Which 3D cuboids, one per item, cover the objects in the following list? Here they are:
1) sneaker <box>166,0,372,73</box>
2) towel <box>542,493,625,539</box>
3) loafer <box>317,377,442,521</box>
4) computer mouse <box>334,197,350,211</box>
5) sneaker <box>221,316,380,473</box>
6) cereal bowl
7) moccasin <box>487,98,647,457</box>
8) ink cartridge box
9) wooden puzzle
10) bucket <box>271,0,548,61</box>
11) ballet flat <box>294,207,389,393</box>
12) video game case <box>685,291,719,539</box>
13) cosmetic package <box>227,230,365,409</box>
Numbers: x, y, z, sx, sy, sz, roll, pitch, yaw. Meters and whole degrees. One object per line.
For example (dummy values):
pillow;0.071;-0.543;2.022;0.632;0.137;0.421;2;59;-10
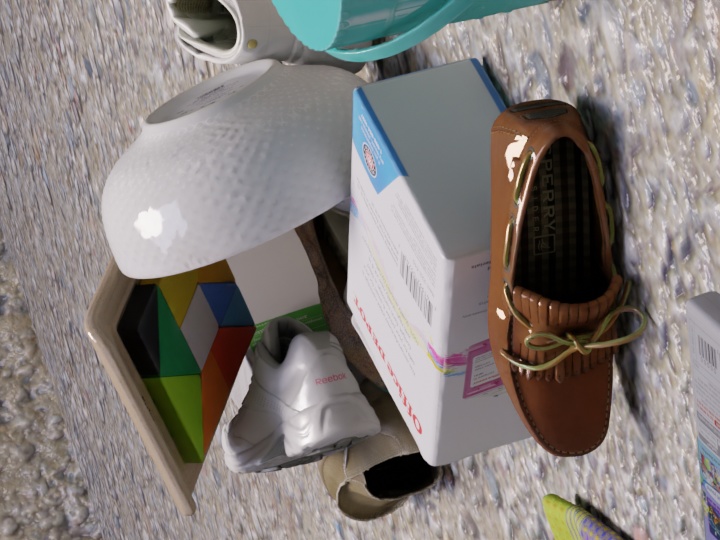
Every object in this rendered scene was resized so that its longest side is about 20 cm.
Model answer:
sneaker;-0.082;-0.193;1.743;0.200;0.115;0.074;47;130;54
towel;0.162;0.225;1.520;0.200;0.023;0.144;-137;33;-62
loafer;0.016;0.137;1.844;0.200;0.076;0.068;101;155;-60
computer mouse;-0.043;-0.100;1.791;0.200;0.044;0.110;52;179;40
sneaker;-0.047;0.083;1.789;0.200;0.078;0.100;-26;76;63
cereal bowl;-0.079;-0.076;1.642;0.084;0.200;0.200;64;168;-15
moccasin;0.111;0.010;1.396;0.078;0.073;0.202;-120;28;-65
ink cartridge box;0.055;-0.002;1.541;0.200;0.084;0.145;94;155;-50
wooden puzzle;-0.121;0.036;1.768;0.200;0.037;0.185;-76;-27;-43
bucket;0.017;-0.215;1.353;0.207;0.134;0.208;163;90;-75
ballet flat;0.000;0.000;1.783;0.067;0.068;0.200;98;150;-44
video game case;0.215;0.129;1.231;0.200;0.022;0.183;-133;30;-58
cosmetic package;-0.061;0.046;1.966;0.200;0.107;0.085;-131;27;-54
